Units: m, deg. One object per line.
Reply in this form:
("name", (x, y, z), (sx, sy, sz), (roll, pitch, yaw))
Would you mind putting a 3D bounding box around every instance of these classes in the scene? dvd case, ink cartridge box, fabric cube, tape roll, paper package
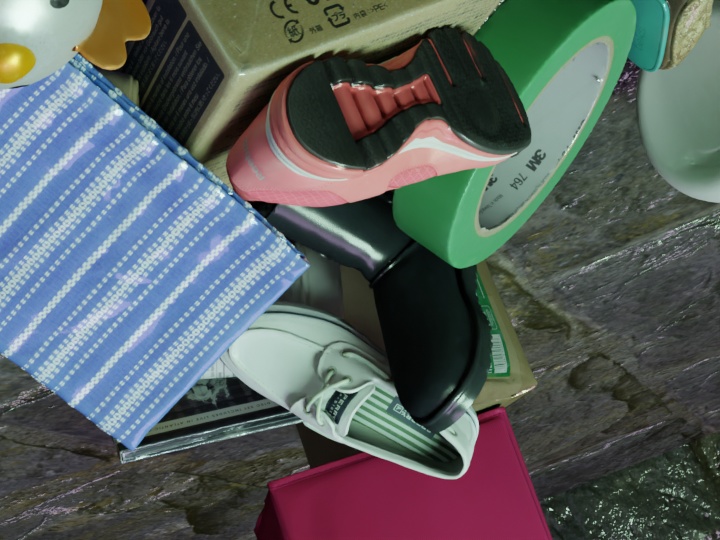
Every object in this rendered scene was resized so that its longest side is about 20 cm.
("dvd case", (-0.136, 0.066, 1.123), (0.148, 0.200, 0.016), (-11, 125, -18))
("ink cartridge box", (-0.032, -0.119, 0.795), (0.200, 0.075, 0.165), (-27, 169, -34))
("fabric cube", (0.042, 0.247, 1.133), (0.195, 0.200, 0.200), (-16, 163, -12))
("tape roll", (0.100, -0.096, 0.934), (0.201, 0.048, 0.201), (-48, 161, -22))
("paper package", (0.017, 0.042, 1.158), (0.103, 0.201, 0.191), (-4, 155, -39))

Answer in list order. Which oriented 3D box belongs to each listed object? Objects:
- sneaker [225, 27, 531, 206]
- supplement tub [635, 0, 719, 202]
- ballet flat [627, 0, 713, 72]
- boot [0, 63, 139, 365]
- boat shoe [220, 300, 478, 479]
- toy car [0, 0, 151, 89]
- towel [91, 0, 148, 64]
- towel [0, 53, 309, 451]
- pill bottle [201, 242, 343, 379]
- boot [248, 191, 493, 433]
("sneaker", (0.008, -0.075, 0.770), (0.200, 0.074, 0.087), (-11, 167, -46))
("supplement tub", (0.316, -0.125, 1.058), (0.199, 0.146, 0.145), (-4, 156, -34))
("ballet flat", (0.200, -0.196, 0.913), (0.065, 0.071, 0.200), (-44, 166, -11))
("boot", (-0.198, -0.020, 0.758), (0.165, 0.072, 0.201), (1, 115, -6))
("boat shoe", (-0.008, 0.081, 1.000), (0.199, 0.067, 0.074), (21, 110, -6))
("toy car", (-0.171, -0.109, 0.588), (0.199, 0.177, 0.185), (3, 141, -30))
("towel", (-0.178, -0.130, 0.746), (0.147, 0.050, 0.200), (-1, 154, -41))
("towel", (-0.142, -0.016, 0.714), (0.200, 0.024, 0.145), (40, 103, -20))
("pill bottle", (-0.115, 0.024, 1.071), (0.199, 0.112, 0.111), (-4, 159, -7))
("boot", (0.000, 0.000, 0.970), (0.168, 0.201, 0.076), (31, 123, -21))
